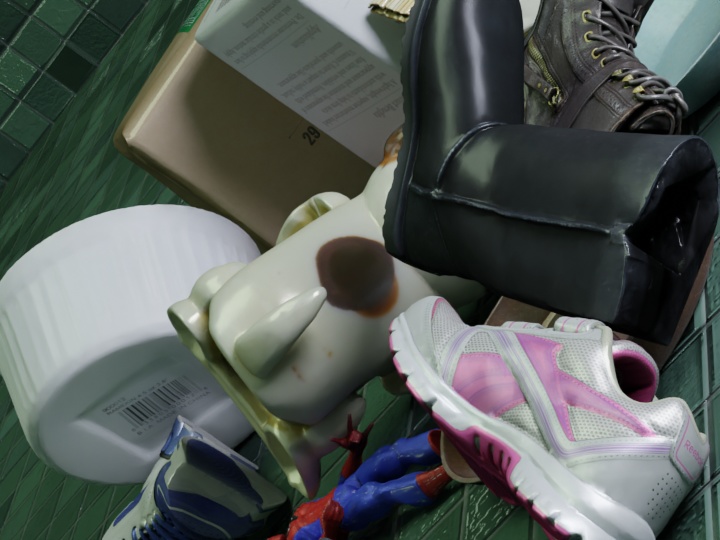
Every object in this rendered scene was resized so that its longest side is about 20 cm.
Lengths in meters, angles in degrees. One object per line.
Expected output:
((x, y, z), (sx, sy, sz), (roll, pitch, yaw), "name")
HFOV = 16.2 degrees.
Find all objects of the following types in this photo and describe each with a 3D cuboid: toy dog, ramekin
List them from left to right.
((-0.149, 0.058, 1.717), (0.201, 0.200, 0.098), (-46, 47, 31), "ramekin")
((0.000, 0.000, 1.445), (0.200, 0.140, 0.194), (-38, -20, -12), "toy dog")

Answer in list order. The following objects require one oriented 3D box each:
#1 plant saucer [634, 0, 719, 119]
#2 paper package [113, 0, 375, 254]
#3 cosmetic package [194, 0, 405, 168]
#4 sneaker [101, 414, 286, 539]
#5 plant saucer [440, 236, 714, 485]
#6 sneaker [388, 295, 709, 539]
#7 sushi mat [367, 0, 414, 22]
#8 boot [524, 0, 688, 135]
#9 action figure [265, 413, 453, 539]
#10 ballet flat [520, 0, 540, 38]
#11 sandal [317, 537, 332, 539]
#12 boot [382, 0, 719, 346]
((0.186, -0.139, 1.384), (0.201, 0.039, 0.201), (-51, 15, 20), "plant saucer")
((-0.050, -0.117, 1.797), (0.201, 0.190, 0.103), (-55, 14, -6), "paper package")
((0.032, -0.177, 1.643), (0.166, 0.199, 0.165), (-60, 14, -18), "cosmetic package")
((-0.113, 0.167, 1.617), (0.116, 0.080, 0.199), (-59, 7, -1), "sneaker")
((0.113, 0.028, 1.257), (0.200, 0.034, 0.201), (-49, 16, 19), "plant saucer")
((0.088, 0.062, 1.128), (0.088, 0.081, 0.200), (-43, 43, -5), "sneaker")
((0.089, -0.222, 1.527), (0.095, 0.012, 0.200), (15, 60, 51), "sushi mat")
((0.133, -0.105, 1.294), (0.201, 0.069, 0.174), (-63, 20, 13), "boot")
((0.000, 0.123, 1.393), (0.200, 0.051, 0.066), (-44, 22, 45), "action figure")
((0.137, -0.186, 1.480), (0.200, 0.069, 0.063), (-51, -13, -4), "ballet flat")
((-0.036, 0.193, 1.379), (0.076, 0.043, 0.200), (-53, 3, -19), "sandal")
((0.091, -0.063, 1.195), (0.200, 0.065, 0.166), (18, 103, 60), "boot")
